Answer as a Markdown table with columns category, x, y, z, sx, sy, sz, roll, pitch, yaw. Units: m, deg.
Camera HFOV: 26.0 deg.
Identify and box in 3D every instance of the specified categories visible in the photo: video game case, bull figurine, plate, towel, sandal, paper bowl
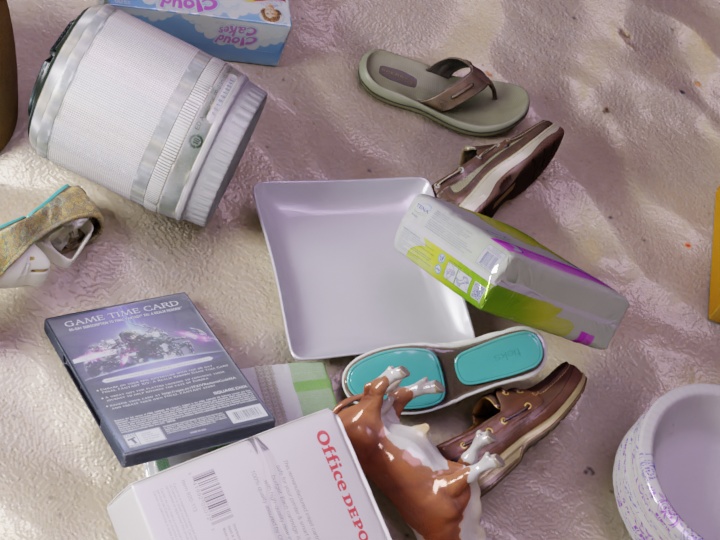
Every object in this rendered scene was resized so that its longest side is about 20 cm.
| category | x | y | z | sx | sy | sz | roll | pitch | yaw |
| --- | --- | --- | --- | --- | --- | --- | --- | --- | --- |
| video game case | -0.181 | 0.092 | 1.388 | 0.142 | 0.019 | 0.200 | -11 | 38 | -28 |
| bull figurine | 0.060 | 0.178 | 1.403 | 0.200 | 0.122 | 0.065 | 41 | 17 | 5 |
| plate | 0.000 | 0.000 | 1.558 | 0.198 | 0.032 | 0.202 | -3 | 62 | -23 |
| towel | -0.105 | 0.158 | 1.417 | 0.198 | 0.031 | 0.150 | -3 | 60 | -26 |
| sandal | 0.096 | -0.204 | 1.733 | 0.199 | 0.057 | 0.080 | 13 | 52 | -13 |
| paper bowl | 0.336 | 0.218 | 1.497 | 0.199 | 0.105 | 0.202 | 10 | 53 | -14 |

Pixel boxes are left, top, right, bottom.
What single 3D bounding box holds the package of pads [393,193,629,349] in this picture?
| category | x | y | z | sx | sy | sz | roll | pitch | yaw |
| --- | --- | --- | --- | --- | --- | --- | --- | --- | --- |
| package of pads | 0.145 | 0.000 | 1.518 | 0.199 | 0.069 | 0.154 | 20 | 12 | -44 |

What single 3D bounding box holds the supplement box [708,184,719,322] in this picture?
| category | x | y | z | sx | sy | sz | roll | pitch | yaw |
| --- | --- | --- | --- | --- | --- | --- | --- | --- | --- |
| supplement box | 0.507 | -0.025 | 1.721 | 0.198 | 0.133 | 0.198 | 20 | 51 | -7 |

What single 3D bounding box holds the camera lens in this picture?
| category | x | y | z | sx | sy | sz | roll | pitch | yaw |
| --- | --- | --- | --- | --- | --- | --- | --- | --- | --- |
| camera lens | -0.208 | -0.150 | 1.506 | 0.199 | 0.160 | 0.161 | 26 | 51 | -3 |

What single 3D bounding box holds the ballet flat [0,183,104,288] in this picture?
| category | x | y | z | sx | sy | sz | roll | pitch | yaw |
| --- | --- | --- | --- | --- | --- | --- | --- | --- | --- |
| ballet flat | -0.296 | -0.021 | 1.417 | 0.070 | 0.071 | 0.200 | 36 | 31 | 6 |

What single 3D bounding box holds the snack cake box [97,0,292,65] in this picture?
| category | x | y | z | sx | sy | sz | roll | pitch | yaw |
| --- | --- | --- | --- | --- | --- | --- | --- | --- | --- |
| snack cake box | -0.180 | -0.294 | 1.680 | 0.198 | 0.067 | 0.116 | 4 | 54 | -19 |

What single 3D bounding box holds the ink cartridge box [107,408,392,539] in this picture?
| category | x | y | z | sx | sy | sz | roll | pitch | yaw |
| --- | --- | --- | --- | --- | --- | --- | --- | --- | --- |
| ink cartridge box | -0.091 | 0.222 | 1.316 | 0.199 | 0.083 | 0.148 | -18 | 78 | -30 |

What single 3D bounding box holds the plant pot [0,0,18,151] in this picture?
| category | x | y | z | sx | sy | sz | roll | pitch | yaw |
| --- | --- | --- | --- | --- | --- | --- | --- | --- | --- |
| plant pot | -0.399 | -0.220 | 1.455 | 0.185 | 0.200 | 0.188 | 11 | 54 | -15 |

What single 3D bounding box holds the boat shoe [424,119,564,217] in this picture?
| category | x | y | z | sx | sy | sz | roll | pitch | yaw |
| --- | --- | --- | --- | --- | --- | --- | --- | --- | --- |
| boat shoe | 0.141 | -0.114 | 1.678 | 0.075 | 0.075 | 0.202 | 38 | 51 | 15 |

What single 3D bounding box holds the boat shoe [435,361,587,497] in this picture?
| category | x | y | z | sx | sy | sz | roll | pitch | yaw |
| --- | --- | --- | --- | --- | --- | --- | --- | --- | --- |
| boat shoe | 0.144 | 0.141 | 1.491 | 0.200 | 0.072 | 0.068 | -38 | 87 | -35 |

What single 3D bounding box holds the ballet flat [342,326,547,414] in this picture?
| category | x | y | z | sx | sy | sz | roll | pitch | yaw |
| --- | --- | --- | --- | --- | --- | --- | --- | --- | --- |
| ballet flat | 0.082 | 0.098 | 1.499 | 0.198 | 0.070 | 0.070 | -12 | 58 | 0 |
